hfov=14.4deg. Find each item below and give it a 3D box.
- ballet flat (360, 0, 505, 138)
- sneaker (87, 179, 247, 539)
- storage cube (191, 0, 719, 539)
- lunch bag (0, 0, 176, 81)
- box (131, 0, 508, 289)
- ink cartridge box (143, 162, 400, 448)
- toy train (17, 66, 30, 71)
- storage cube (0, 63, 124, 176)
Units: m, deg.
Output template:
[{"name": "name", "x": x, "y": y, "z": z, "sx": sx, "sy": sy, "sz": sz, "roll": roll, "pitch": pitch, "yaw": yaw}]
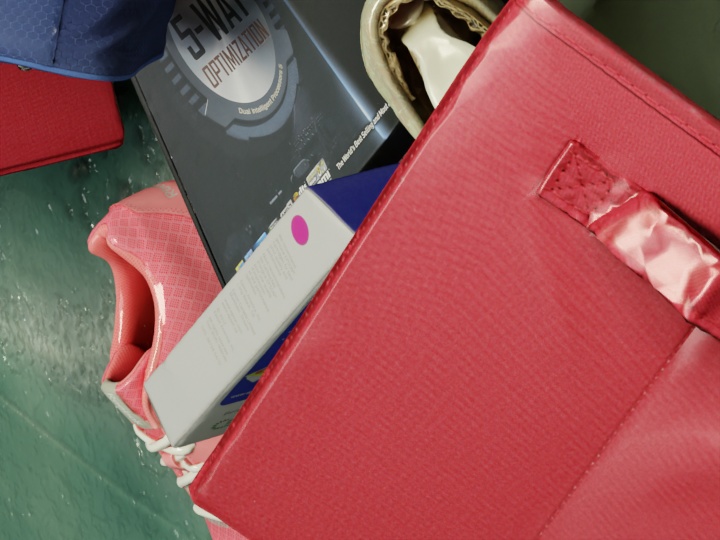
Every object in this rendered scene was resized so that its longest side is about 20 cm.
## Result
[{"name": "ballet flat", "x": 0.066, "y": -0.017, "z": 0.929, "sx": 0.067, "sy": 0.062, "sz": 0.200, "roll": -43, "pitch": 85, "yaw": 5}, {"name": "sneaker", "x": -0.068, "y": 0.058, "z": 1.176, "sx": 0.074, "sy": 0.086, "sz": 0.202, "roll": -1, "pitch": 103, "yaw": 54}, {"name": "storage cube", "x": 0.091, "y": 0.018, "z": 0.792, "sx": 0.171, "sy": 0.200, "sz": 0.180, "roll": 37, "pitch": 116, "yaw": 5}, {"name": "lunch bag", "x": -0.143, "y": -0.149, "z": 1.037, "sx": 0.136, "sy": 0.198, "sz": 0.133, "roll": -74, "pitch": -8, "yaw": -80}, {"name": "box", "x": -0.020, "y": -0.100, "z": 1.079, "sx": 0.200, "sy": 0.043, "sz": 0.161, "roll": -48, "pitch": 60, "yaw": 50}, {"name": "ink cartridge box", "x": 0.000, "y": 0.000, "z": 1.056, "sx": 0.200, "sy": 0.094, "sz": 0.037, "roll": -45, "pitch": 67, "yaw": 50}, {"name": "toy train", "x": -0.109, "y": -0.177, "z": 1.134, "sx": 0.034, "sy": 0.045, "sz": 0.202, "roll": 177, "pitch": 102, "yaw": -81}, {"name": "storage cube", "x": -0.220, "y": -0.113, "z": 1.205, "sx": 0.171, "sy": 0.179, "sz": 0.202, "roll": -178, "pitch": 74, "yaw": -69}]
